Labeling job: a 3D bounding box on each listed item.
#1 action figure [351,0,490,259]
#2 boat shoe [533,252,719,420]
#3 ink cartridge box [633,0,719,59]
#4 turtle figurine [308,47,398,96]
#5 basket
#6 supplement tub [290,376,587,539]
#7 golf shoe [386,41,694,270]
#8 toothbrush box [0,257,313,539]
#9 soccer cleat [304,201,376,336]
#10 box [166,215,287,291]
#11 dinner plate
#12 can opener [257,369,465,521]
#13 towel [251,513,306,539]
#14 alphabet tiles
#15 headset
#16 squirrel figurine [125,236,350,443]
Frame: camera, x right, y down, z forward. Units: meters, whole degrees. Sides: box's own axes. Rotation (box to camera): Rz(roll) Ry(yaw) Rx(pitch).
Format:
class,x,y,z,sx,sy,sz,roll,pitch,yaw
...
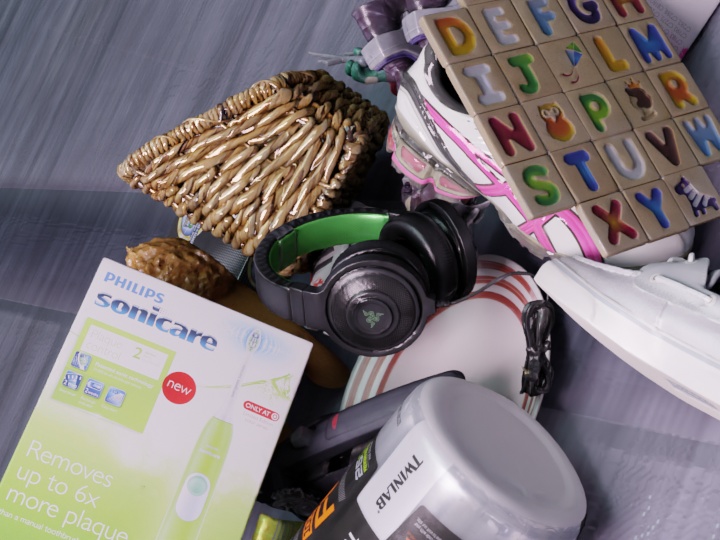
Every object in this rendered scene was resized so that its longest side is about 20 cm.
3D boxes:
class,x,y,z,sx,sy,sz,roll,pitch,yaw
action figure,0.055,-0.094,1.027,0.130,0.069,0.201,-22,76,58
boat shoe,0.177,0.028,0.819,0.069,0.072,0.200,-54,39,-3
ink cartridge box,0.152,-0.156,1.012,0.201,0.068,0.115,-57,32,7
turtle figurine,0.059,-0.199,1.150,0.199,0.100,0.151,4,76,42
basket,-0.072,-0.091,1.131,0.143,0.148,0.200,-60,-4,3
supplement tub,0.026,0.169,0.881,0.200,0.122,0.123,-52,33,23
golf shoe,0.107,-0.064,0.900,0.073,0.199,0.092,-51,-17,-42
toothbrush box,-0.134,0.117,0.948,0.086,0.145,0.201,120,172,-61
soccer cleat,0.000,0.000,1.062,0.200,0.068,0.086,-111,41,-80
box,-0.129,0.016,1.302,0.160,0.044,0.201,17,80,57
dinner plate,0.056,0.084,1.007,0.200,0.024,0.201,-35,41,37
can opener,-0.002,0.108,0.989,0.200,0.063,0.079,-30,44,41
towel,-0.077,0.248,0.972,0.023,0.144,0.201,25,88,20
alphabet tiles,0.128,-0.105,0.881,0.201,0.166,0.006,63,146,16
headset,0.028,0.017,0.946,0.199,0.094,0.123,13,31,31
squirrel figurine,-0.139,0.087,1.113,0.187,0.200,0.141,-52,38,-7
